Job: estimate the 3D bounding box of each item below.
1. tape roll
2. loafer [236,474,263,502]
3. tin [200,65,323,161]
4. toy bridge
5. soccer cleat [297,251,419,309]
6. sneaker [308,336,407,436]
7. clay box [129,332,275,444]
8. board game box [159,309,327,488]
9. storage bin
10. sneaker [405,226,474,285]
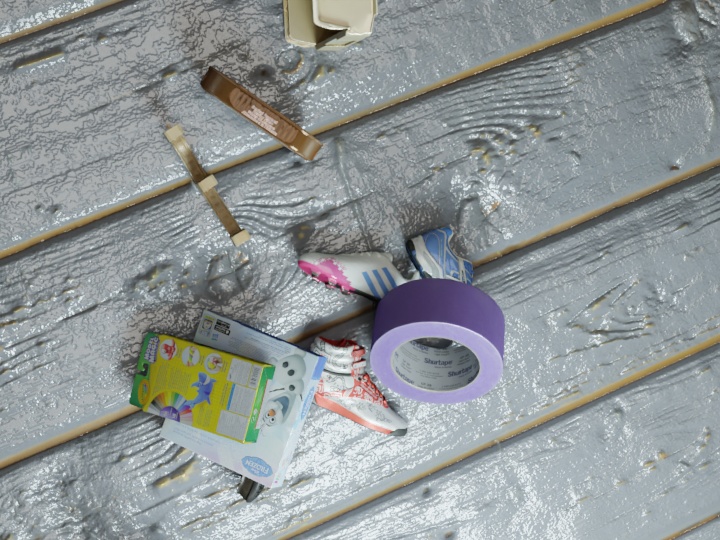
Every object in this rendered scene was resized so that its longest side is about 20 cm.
[{"bbox_3d":[0.115,0.108,1.581,0.199,0.200,0.085,22,46,-14],"label":"tape roll"},{"bbox_3d":[-0.164,0.247,1.603,0.071,0.073,0.202,9,85,6],"label":"loafer"},{"bbox_3d":[-0.144,-0.225,1.538,0.199,0.112,0.042,34,97,-13],"label":"tin"},{"bbox_3d":[-0.226,-0.127,1.548,0.027,0.067,0.201,-33,100,-8],"label":"toy bridge"},{"bbox_3d":[0.000,0.000,1.619,0.199,0.070,0.087,24,79,-19],"label":"soccer cleat"},{"bbox_3d":[0.001,0.174,1.629,0.200,0.067,0.109,24,92,-12],"label":"sneaker"},{"bbox_3d":[-0.230,0.165,1.524,0.198,0.048,0.116,15,88,22],"label":"clay box"},{"bbox_3d":[-0.173,0.185,1.551,0.199,0.043,0.201,21,89,20],"label":"board game box"},{"bbox_3d":[-0.049,-0.421,1.497,0.093,0.200,0.201,-4,96,-15],"label":"storage bin"},{"bbox_3d":[0.149,0.025,1.646,0.077,0.076,0.201,-31,103,-5],"label":"sneaker"}]
